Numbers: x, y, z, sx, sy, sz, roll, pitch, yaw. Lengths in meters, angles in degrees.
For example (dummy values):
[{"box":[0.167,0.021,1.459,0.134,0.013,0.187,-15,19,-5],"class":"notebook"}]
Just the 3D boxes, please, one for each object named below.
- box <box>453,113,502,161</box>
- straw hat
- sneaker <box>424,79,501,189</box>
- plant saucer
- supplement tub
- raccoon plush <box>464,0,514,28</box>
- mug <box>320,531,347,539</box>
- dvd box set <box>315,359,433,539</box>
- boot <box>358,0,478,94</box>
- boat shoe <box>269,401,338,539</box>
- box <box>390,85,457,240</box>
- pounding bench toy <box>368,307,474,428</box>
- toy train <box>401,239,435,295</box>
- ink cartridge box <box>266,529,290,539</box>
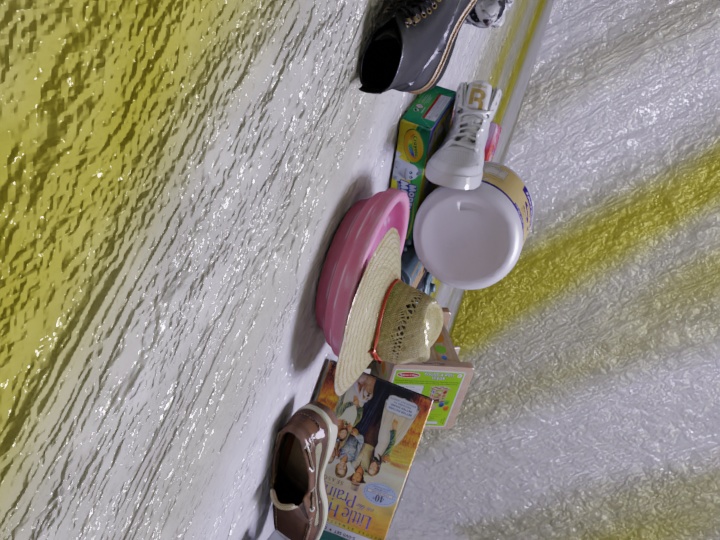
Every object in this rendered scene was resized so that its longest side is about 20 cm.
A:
[{"box":[0.154,-0.151,1.131,0.100,0.094,0.203,-27,135,-73],"class":"box"},{"box":[0.046,0.061,0.772,0.201,0.084,0.204,19,90,-78],"class":"straw hat"},{"box":[0.130,-0.178,0.868,0.200,0.073,0.117,-64,165,-63],"class":"sneaker"},{"box":[0.000,0.000,0.798,0.200,0.050,0.203,19,89,-77],"class":"plant saucer"},{"box":[0.164,-0.071,0.970,0.200,0.144,0.147,-44,151,-62],"class":"supplement tub"},{"box":[0.181,-0.411,0.898,0.134,0.096,0.202,97,15,-70],"class":"raccoon plush"},{"box":[-0.038,0.329,0.972,0.185,0.113,0.154,-42,150,-64],"class":"mug"},{"box":[-0.007,0.234,0.891,0.029,0.144,0.203,118,-7,-86],"class":"dvd box set"},{"box":[0.061,-0.258,0.643,0.138,0.077,0.203,-37,144,-60],"class":"boot"},{"box":[-0.080,0.252,0.803,0.075,0.074,0.205,-25,126,-58],"class":"boat shoe"},{"box":[0.078,-0.135,0.947,0.118,0.048,0.202,-57,163,-45],"class":"box"},{"box":[0.045,0.138,1.060,0.157,0.197,0.126,-107,-155,-53],"class":"pounding bench toy"},{"box":[0.057,0.012,1.007,0.200,0.084,0.116,-52,148,-57],"class":"toy train"},{"box":[-0.087,0.433,0.798,0.145,0.143,0.202,-46,154,-35],"class":"ink cartridge box"}]
